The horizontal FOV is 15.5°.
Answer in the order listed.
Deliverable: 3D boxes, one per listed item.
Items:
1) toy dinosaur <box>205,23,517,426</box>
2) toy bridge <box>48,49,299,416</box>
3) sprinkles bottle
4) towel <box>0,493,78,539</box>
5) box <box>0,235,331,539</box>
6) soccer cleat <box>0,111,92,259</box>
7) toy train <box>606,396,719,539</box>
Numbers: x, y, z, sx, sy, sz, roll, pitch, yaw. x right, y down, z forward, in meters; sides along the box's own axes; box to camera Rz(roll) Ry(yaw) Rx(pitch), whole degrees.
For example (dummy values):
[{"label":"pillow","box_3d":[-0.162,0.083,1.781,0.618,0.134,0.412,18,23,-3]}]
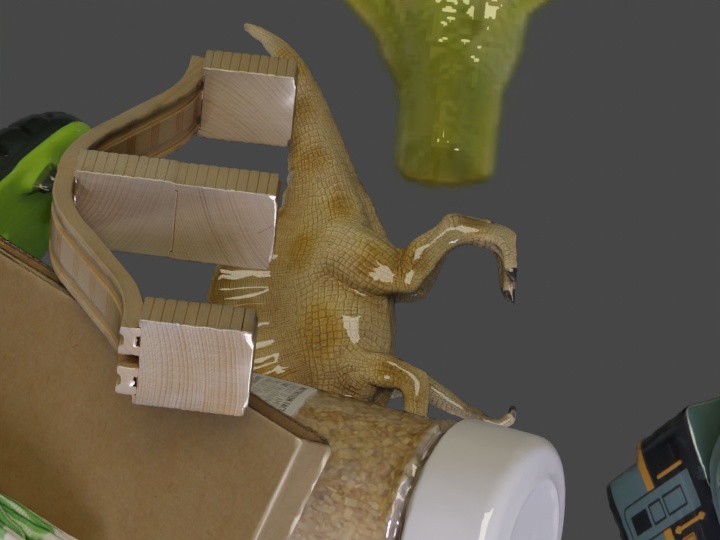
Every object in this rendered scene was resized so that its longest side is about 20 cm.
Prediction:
[{"label":"toy dinosaur","box_3d":[0.000,0.000,0.859,0.100,0.058,0.201,-1,70,0]},{"label":"toy bridge","box_3d":[-0.057,-0.019,0.787,0.067,0.027,0.200,6,27,-1]},{"label":"sprinkles bottle","box_3d":[-0.040,0.062,0.801,0.199,0.068,0.069,13,70,23]},{"label":"towel","box_3d":[-0.178,0.104,0.774,0.199,0.023,0.153,27,98,25]},{"label":"box","box_3d":[-0.113,0.102,0.772,0.163,0.021,0.201,29,97,30]},{"label":"soccer cleat","box_3d":[-0.171,0.009,0.852,0.200,0.068,0.081,-43,67,-13]},{"label":"toy train","box_3d":[0.146,0.119,0.789,0.085,0.114,0.201,-13,73,-29]}]
